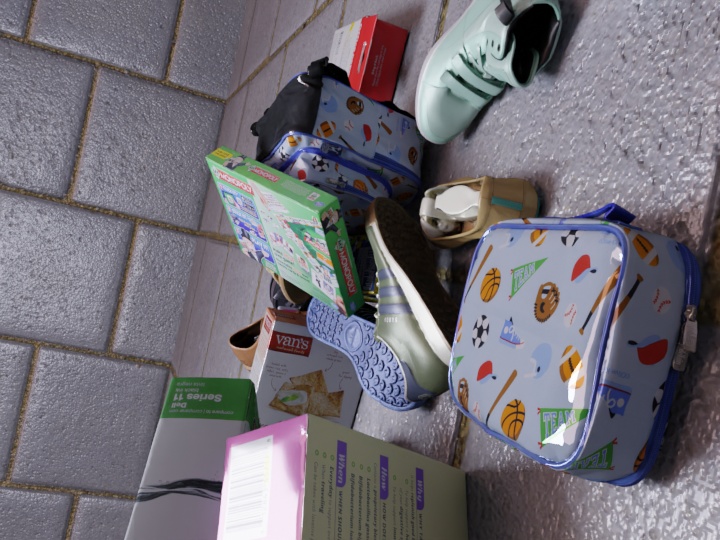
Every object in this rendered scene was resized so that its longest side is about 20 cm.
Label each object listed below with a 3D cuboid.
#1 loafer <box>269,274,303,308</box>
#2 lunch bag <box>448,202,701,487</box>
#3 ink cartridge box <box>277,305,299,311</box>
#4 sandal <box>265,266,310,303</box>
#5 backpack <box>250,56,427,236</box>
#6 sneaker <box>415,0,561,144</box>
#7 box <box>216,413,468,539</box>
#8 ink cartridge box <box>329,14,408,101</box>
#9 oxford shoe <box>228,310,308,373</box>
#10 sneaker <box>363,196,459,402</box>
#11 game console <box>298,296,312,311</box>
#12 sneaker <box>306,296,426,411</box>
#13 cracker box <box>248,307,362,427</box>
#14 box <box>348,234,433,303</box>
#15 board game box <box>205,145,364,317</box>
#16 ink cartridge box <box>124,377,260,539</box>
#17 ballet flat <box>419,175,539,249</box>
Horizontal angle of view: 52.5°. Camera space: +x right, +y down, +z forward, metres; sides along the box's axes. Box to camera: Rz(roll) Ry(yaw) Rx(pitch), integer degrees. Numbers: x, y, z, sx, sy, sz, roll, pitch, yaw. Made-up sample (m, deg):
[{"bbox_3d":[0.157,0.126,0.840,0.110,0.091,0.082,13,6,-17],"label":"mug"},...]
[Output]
[{"bbox_3d":[-0.093,0.012,1.138,0.202,0.070,0.064,-56,33,40],"label":"loafer"},{"bbox_3d":[0.133,0.040,0.485,0.199,0.074,0.165,-166,91,-71],"label":"lunch bag"},{"bbox_3d":[-0.105,0.164,1.059,0.202,0.041,0.121,-111,35,-47],"label":"ink cartridge box"},{"bbox_3d":[-0.092,-0.001,0.973,0.211,0.068,0.080,6,-86,-73],"label":"sandal"},{"bbox_3d":[-0.019,-0.125,0.835,0.199,0.185,0.159,165,111,-63],"label":"backpack"},{"bbox_3d":[0.109,-0.181,0.669,0.120,0.072,0.202,-91,25,-49],"label":"sneaker"},{"bbox_3d":[-0.008,0.229,0.553,0.095,0.198,0.181,-23,53,36],"label":"box"},{"bbox_3d":[0.005,-0.286,1.037,0.200,0.065,0.120,-147,70,-69],"label":"ink cartridge box"},{"bbox_3d":[-0.095,0.086,0.988,0.196,0.071,0.073,-23,42,23],"label":"oxford shoe"},{"bbox_3d":[0.036,0.031,0.695,0.090,0.066,0.203,-51,50,33],"label":"sneaker"},{"bbox_3d":[-0.080,0.140,1.091,0.200,0.030,0.182,130,141,-54],"label":"game console"},{"bbox_3d":[0.022,0.082,0.791,0.199,0.076,0.072,39,113,45],"label":"sneaker"},{"bbox_3d":[-0.073,0.160,0.896,0.058,0.130,0.206,-143,67,-68],"label":"cracker box"},{"bbox_3d":[0.000,0.000,0.845,0.199,0.068,0.066,2,78,62],"label":"box"},{"bbox_3d":[-0.082,-0.045,0.784,0.198,0.029,0.137,29,144,40],"label":"board game box"},{"bbox_3d":[-0.137,0.218,0.627,0.203,0.080,0.150,-87,-1,-50],"label":"ink cartridge box"},{"bbox_3d":[0.090,-0.060,0.677,0.199,0.061,0.071,174,106,-70],"label":"ballet flat"}]
